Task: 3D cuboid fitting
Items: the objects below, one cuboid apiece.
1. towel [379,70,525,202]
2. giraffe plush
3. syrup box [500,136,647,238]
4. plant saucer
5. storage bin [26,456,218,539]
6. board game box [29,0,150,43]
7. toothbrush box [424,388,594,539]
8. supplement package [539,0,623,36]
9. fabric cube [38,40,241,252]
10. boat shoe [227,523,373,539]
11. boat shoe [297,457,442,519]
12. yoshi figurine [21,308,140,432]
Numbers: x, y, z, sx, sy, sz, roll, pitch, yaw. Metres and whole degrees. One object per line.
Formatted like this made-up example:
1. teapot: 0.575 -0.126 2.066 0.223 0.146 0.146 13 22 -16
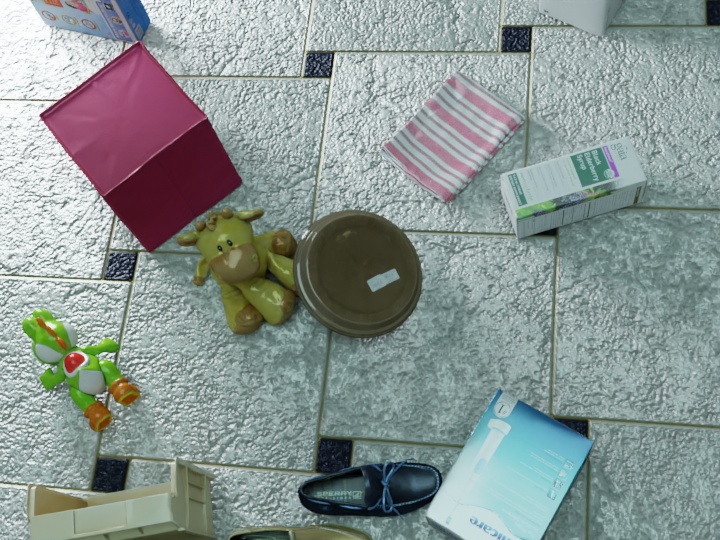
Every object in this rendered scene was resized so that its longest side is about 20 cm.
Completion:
1. towel: 0.146 -0.216 1.581 0.146 0.030 0.200 39 78 21
2. giraffe plush: -0.178 -0.023 1.476 0.200 0.162 0.173 39 78 21
3. syrup box: 0.316 -0.123 1.486 0.199 0.081 0.079 -17 67 3
4. plant saucer: 0.000 0.000 1.472 0.199 0.029 0.201 5 70 -15
5. storage bin: -0.313 0.322 1.334 0.199 0.199 0.094 -10 70 4
6. board game box: -0.484 -0.484 1.702 0.195 0.200 0.056 15 69 14
7. toothbrush box: 0.198 0.285 1.329 0.146 0.085 0.200 27 73 18
8. supplement package: 0.387 -0.506 1.616 0.120 0.121 0.200 28 74 18
9. fabric cube: -0.335 -0.190 1.554 0.200 0.199 0.196 -38 66 -8
10. boat shoe: -0.082 0.373 1.340 0.199 0.076 0.072 -4 66 7
11. boat shoe: 0.013 0.304 1.359 0.199 0.069 0.084 -14 66 3
12. yoshi figurine: -0.426 0.142 1.500 0.200 0.112 0.112 46 121 9
